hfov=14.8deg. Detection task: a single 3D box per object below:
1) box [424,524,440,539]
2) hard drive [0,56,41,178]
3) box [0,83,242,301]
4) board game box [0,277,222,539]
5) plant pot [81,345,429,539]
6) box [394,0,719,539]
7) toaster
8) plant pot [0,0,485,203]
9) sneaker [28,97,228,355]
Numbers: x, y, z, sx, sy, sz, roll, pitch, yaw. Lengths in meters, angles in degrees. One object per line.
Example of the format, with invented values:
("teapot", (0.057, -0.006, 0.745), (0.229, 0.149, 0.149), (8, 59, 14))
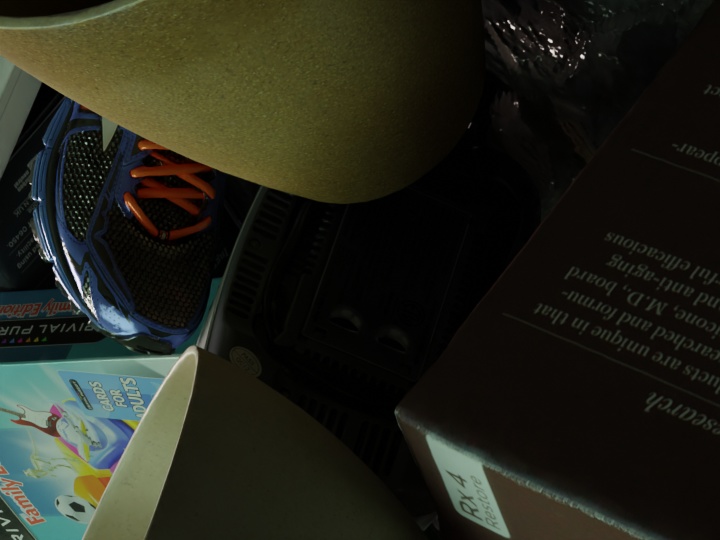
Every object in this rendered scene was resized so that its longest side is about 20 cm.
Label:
("box", (-0.036, 0.218, 1.368), (0.199, 0.199, 0.172), (52, -164, -41))
("hard drive", (-0.204, -0.064, 1.224), (0.132, 0.201, 0.027), (17, 172, 41))
("box", (-0.170, -0.022, 1.349), (0.200, 0.124, 0.197), (16, 150, 43))
("board game box", (-0.118, 0.074, 1.256), (0.199, 0.047, 0.151), (-4, 136, 30))
("plant pot", (-0.034, 0.142, 0.909), (0.134, 0.201, 0.200), (23, 159, -8))
("box", (0.147, 0.049, 0.899), (0.164, 0.200, 0.166), (23, 153, 32))
("toaster", (-0.006, 0.028, 1.067), (0.113, 0.201, 0.129), (22, 147, -7))
("plant pot", (-0.037, -0.112, 0.944), (0.186, 0.187, 0.200), (22, 165, 35))
("sneaker", (-0.075, -0.065, 1.057), (0.075, 0.201, 0.078), (15, 156, -33))
